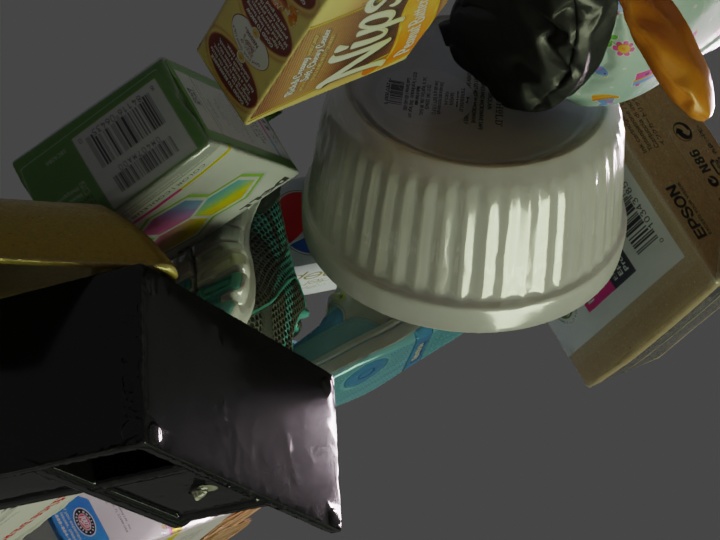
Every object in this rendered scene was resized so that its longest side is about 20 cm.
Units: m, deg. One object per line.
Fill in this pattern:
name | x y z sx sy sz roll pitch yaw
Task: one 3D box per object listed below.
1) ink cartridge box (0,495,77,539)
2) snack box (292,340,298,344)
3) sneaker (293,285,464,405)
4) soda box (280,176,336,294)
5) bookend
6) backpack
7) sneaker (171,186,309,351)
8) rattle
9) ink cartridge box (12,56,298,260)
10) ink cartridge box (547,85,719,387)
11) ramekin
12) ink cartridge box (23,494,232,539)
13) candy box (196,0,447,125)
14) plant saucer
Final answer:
ink cartridge box | -0.274 0.136 1.280 0.200 0.083 0.147 -17 165 -48
snack box | -0.125 0.064 1.411 0.199 0.037 0.116 21 146 -29
sneaker | 0.000 0.000 1.348 0.199 0.131 0.080 -29 166 -27
soda box | -0.028 -0.025 1.423 0.199 0.064 0.068 -9 162 -34
bookend | -0.144 0.088 1.106 0.199 0.093 0.199 -13 156 23
backpack | 0.158 -0.179 1.197 0.199 0.127 0.167 -29 165 -24
sneaker | -0.070 0.005 1.284 0.077 0.091 0.200 -27 -150 22
rattle | 0.179 -0.198 1.006 0.200 0.143 0.130 -45 166 -4
ink cartridge box | -0.104 -0.055 1.204 0.104 0.059 0.200 -34 168 12
ink cartridge box | 0.162 -0.048 1.395 0.075 0.201 0.165 -22 164 -36
ramekin | 0.065 -0.066 1.259 0.199 0.200 0.105 -24 138 -30
ink cartridge box | -0.229 0.178 1.633 0.144 0.148 0.200 -38 166 31
candy box | 0.006 -0.159 1.057 0.115 0.055 0.200 -25 167 -33
plant saucer | -0.210 0.011 1.093 0.199 0.049 0.200 3 156 -16
